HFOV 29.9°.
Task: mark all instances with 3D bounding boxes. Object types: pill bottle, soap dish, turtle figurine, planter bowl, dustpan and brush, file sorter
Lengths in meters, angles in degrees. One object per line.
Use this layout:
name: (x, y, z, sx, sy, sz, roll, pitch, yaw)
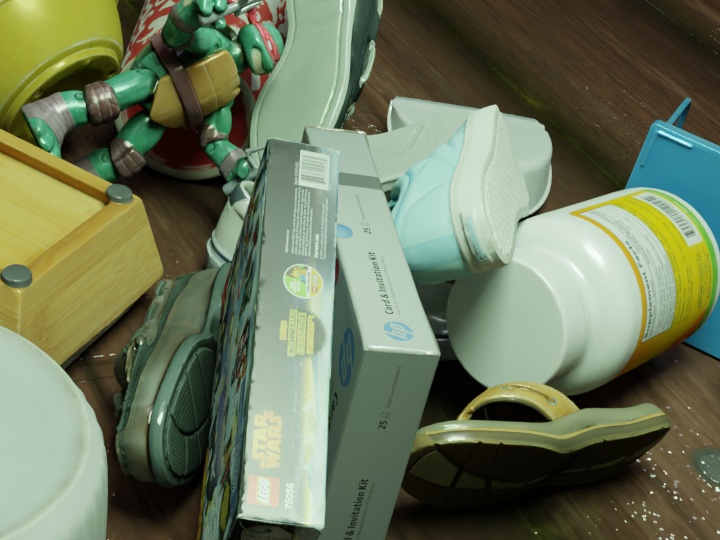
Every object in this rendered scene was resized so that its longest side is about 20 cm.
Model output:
pill bottle: (0.141, 0.015, 0.853, 0.111, 0.112, 0.199, 35, 29, 26)
soap dish: (-0.232, -0.021, 0.775, 0.198, 0.082, 0.157, 26, 33, 11)
turtle figurine: (-0.109, -0.111, 0.866, 0.199, 0.151, 0.101, -29, 36, -8)
planter bowl: (-0.218, -0.139, 0.886, 0.084, 0.201, 0.200, 50, 40, 10)
dustpan and brush: (0.096, -0.063, 1.035, 0.138, 0.058, 0.201, 8, 27, -13)
file sorter: (0.288, -0.020, 0.976, 0.198, 0.140, 0.123, 26, 29, 14)

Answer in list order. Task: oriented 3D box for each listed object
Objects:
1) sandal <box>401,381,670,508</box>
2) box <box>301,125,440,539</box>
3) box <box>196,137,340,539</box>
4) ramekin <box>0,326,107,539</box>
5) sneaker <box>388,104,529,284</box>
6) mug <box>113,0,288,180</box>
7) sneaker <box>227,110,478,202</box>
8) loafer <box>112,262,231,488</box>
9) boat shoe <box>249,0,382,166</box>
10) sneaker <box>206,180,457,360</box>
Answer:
sandal: (0.094, 0.090, 0.760, 0.198, 0.080, 0.054, -2, 58, -38)
box: (-0.013, 0.041, 0.716, 0.041, 0.157, 0.201, 4, 35, -16)
box: (-0.046, 0.058, 0.638, 0.039, 0.137, 0.202, 9, 52, -10)
ramekin: (-0.202, 0.103, 0.579, 0.198, 0.106, 0.201, 12, 33, -8)
sneaker: (0.050, -0.046, 0.797, 0.081, 0.075, 0.200, -14, 12, 16)
mug: (-0.092, -0.162, 1.015, 0.175, 0.134, 0.201, 14, 35, -3)
sneaker: (0.009, -0.046, 0.951, 0.198, 0.100, 0.071, -10, 48, 14)
loafer: (-0.106, 0.056, 0.748, 0.062, 0.073, 0.200, 0, 24, 9)
boat shoe: (-0.023, -0.138, 0.934, 0.075, 0.202, 0.060, 3, -21, 33)
sneaker: (0.000, 0.000, 0.863, 0.198, 0.071, 0.073, 16, 32, -6)
